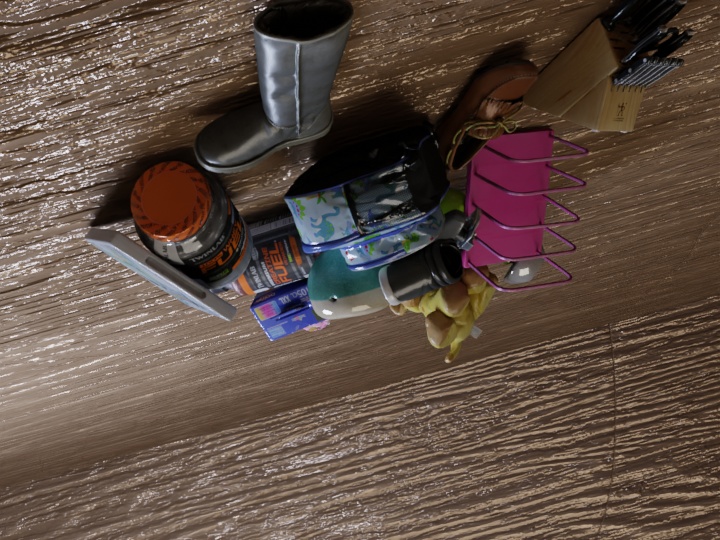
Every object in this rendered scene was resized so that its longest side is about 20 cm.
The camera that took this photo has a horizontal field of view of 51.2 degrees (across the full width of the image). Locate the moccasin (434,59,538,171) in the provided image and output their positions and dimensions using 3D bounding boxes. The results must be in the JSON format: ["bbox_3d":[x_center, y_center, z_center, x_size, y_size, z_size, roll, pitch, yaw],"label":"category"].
[{"bbox_3d":[0.158,-0.192,0.948,0.073,0.079,0.201,-4,160,-31],"label":"moccasin"}]

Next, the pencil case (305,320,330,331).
[{"bbox_3d":[-0.062,0.056,1.534,0.086,0.084,0.200,-1,158,-35],"label":"pencil case"}]

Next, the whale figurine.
[{"bbox_3d":[0.000,0.000,1.115,0.157,0.105,0.200,-10,-169,29],"label":"whale figurine"}]

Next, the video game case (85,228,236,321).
[{"bbox_3d":[-0.271,0.003,1.005,0.182,0.022,0.199,37,167,-25],"label":"video game case"}]

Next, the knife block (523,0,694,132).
[{"bbox_3d":[0.292,-0.263,0.898,0.063,0.178,0.200,-4,-155,-28],"label":"knife block"}]

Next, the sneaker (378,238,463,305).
[{"bbox_3d":[0.097,-0.007,1.014,0.098,0.072,0.200,-20,-175,19],"label":"sneaker"}]

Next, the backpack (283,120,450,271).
[{"bbox_3d":[0.011,-0.086,0.974,0.197,0.149,0.183,-15,-164,17],"label":"backpack"}]

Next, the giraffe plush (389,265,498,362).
[{"bbox_3d":[0.128,0.041,1.299,0.173,0.161,0.201,-49,154,-14],"label":"giraffe plush"}]

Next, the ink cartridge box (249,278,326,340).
[{"bbox_3d":[-0.097,0.032,1.253,0.135,0.077,0.201,-22,-154,20],"label":"ink cartridge box"}]

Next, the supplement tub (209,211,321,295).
[{"bbox_3d":[-0.146,-0.025,1.171,0.197,0.108,0.107,-17,163,7],"label":"supplement tub"}]

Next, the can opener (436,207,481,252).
[{"bbox_3d":[0.121,-0.040,1.124,0.066,0.054,0.200,23,152,-9],"label":"can opener"}]

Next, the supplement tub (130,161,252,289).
[{"bbox_3d":[-0.218,-0.057,0.982,0.121,0.124,0.200,-15,163,1],"label":"supplement tub"}]

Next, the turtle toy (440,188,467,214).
[{"bbox_3d":[0.066,-0.089,1.153,0.197,0.102,0.146,-16,163,5],"label":"turtle toy"}]

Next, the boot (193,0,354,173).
[{"bbox_3d":[-0.095,-0.186,0.773,0.180,0.073,0.200,-26,172,-11],"label":"boot"}]

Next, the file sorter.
[{"bbox_3d":[0.240,-0.087,1.088,0.137,0.203,0.125,-8,-155,-19],"label":"file sorter"}]

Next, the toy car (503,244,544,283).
[{"bbox_3d":[0.245,-0.076,1.290,0.151,0.174,0.200,-58,172,2],"label":"toy car"}]
